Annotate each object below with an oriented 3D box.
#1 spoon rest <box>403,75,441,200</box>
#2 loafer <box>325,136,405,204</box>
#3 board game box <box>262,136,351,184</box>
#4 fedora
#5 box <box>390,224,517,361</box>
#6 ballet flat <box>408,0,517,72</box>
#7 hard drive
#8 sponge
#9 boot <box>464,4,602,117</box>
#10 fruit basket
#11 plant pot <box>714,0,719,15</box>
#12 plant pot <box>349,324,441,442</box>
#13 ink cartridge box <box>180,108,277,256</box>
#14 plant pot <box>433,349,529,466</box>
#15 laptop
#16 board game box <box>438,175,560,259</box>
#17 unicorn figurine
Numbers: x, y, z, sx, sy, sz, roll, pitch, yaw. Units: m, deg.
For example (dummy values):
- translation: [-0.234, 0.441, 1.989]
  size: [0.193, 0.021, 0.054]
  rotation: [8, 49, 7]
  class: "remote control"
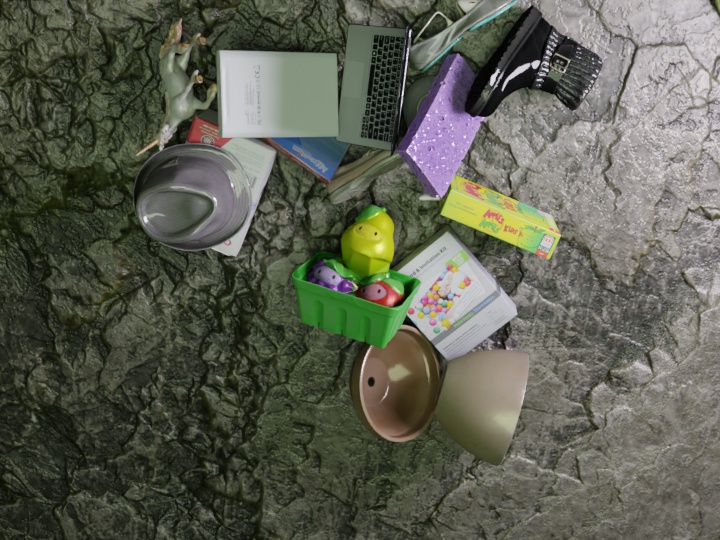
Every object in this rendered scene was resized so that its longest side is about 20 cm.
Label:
- translation: [0.117, -0.219, 1.623]
  size: [0.097, 0.061, 0.204]
  rotation: [2, 98, 4]
  class: "spoon rest"
- translation: [0.015, -0.182, 1.611]
  size: [0.199, 0.072, 0.064]
  rotation: [-32, 80, 31]
  class: "loafer"
- translation: [-0.111, -0.239, 1.604]
  size: [0.199, 0.104, 0.019]
  rotation: [35, 153, -10]
  class: "board game box"
- translation: [-0.280, -0.107, 1.568]
  size: [0.196, 0.090, 0.180]
  rotation: [-5, 109, 8]
  class: "fedora"
- translation: [0.156, 0.044, 1.724]
  size: [0.155, 0.041, 0.200]
  rotation: [-38, 104, 16]
  class: "box"
- translation: [0.153, -0.393, 1.544]
  size: [0.199, 0.067, 0.064]
  rotation: [-34, 99, 14]
  class: "ballet flat"
- translation: [-0.131, -0.280, 1.560]
  size: [0.197, 0.027, 0.135]
  rotation: [-4, 97, -24]
  class: "hard drive"
- translation: [0.134, -0.228, 1.543]
  size: [0.112, 0.030, 0.202]
  rotation: [45, 64, -36]
  class: "sponge"
- translation: [0.276, -0.293, 1.538]
  size: [0.157, 0.079, 0.212]
  rotation: [37, 84, -11]
  class: "boot"
- translation: [0.000, 0.000, 1.647]
  size: [0.212, 0.155, 0.219]
  rotation: [8, 113, 20]
  class: "fruit basket"
- translation: [0.671, -0.420, 1.460]
  size: [0.190, 0.200, 0.200]
  rotation: [-43, 104, 3]
  class: "plant pot"
- translation: [0.044, 0.199, 1.737]
  size: [0.092, 0.200, 0.203]
  rotation: [-5, 118, 48]
  class: "plant pot"
- translation: [-0.236, -0.149, 1.643]
  size: [0.146, 0.086, 0.202]
  rotation: [23, 112, -4]
  class: "ink cartridge box"
- translation: [0.202, 0.224, 1.712]
  size: [0.132, 0.201, 0.203]
  rotation: [16, 111, 3]
  class: "plant pot"
- translation: [0.014, -0.282, 1.500]
  size: [0.198, 0.115, 0.191]
  rotation: [15, 103, 37]
  class: "laptop"
- translation: [0.230, -0.093, 1.635]
  size: [0.197, 0.102, 0.048]
  rotation: [22, 111, -6]
  class: "board game box"
- translation: [-0.291, -0.288, 1.565]
  size: [0.073, 0.203, 0.137]
  rotation: [19, 144, -38]
  class: "unicorn figurine"
